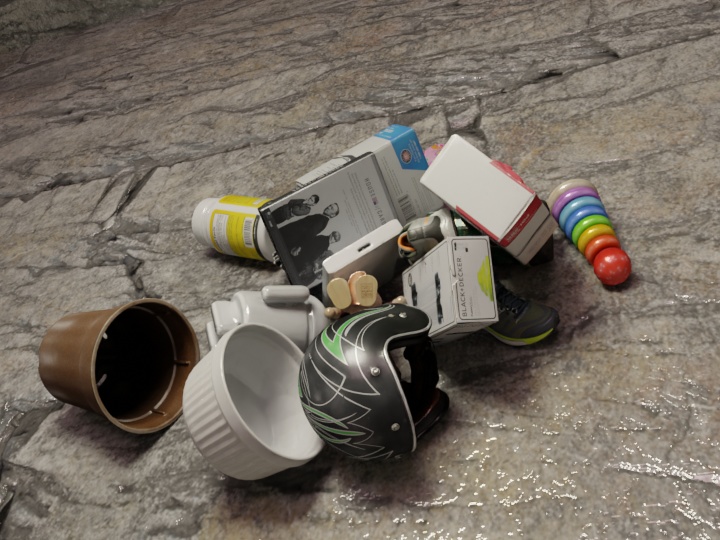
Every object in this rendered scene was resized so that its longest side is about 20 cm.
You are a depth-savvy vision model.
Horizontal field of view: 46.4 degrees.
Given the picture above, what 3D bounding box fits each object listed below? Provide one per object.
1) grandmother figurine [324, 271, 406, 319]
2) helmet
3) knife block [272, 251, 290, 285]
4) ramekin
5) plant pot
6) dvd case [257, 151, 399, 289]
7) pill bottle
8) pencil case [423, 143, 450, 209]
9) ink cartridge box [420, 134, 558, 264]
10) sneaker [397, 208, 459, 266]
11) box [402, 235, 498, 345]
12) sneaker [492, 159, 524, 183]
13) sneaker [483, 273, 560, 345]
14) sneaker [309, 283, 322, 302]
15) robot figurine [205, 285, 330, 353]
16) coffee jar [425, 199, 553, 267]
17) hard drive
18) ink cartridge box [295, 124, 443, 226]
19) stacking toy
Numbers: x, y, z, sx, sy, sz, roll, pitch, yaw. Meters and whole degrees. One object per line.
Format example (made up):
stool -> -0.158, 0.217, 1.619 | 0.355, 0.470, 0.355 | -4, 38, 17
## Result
grandmother figurine -> 0.008, 0.051, 1.242 | 0.120, 0.200, 0.061 | 2, 76, 7
helmet -> 0.013, 0.149, 1.092 | 0.198, 0.202, 0.190 | 12, 35, 38
knife block -> -0.051, -0.045, 1.490 | 0.174, 0.064, 0.200 | 8, 45, 35
ramekin -> -0.144, 0.182, 1.127 | 0.105, 0.200, 0.201 | -34, 28, 27
plant pot -> -0.392, 0.143, 1.324 | 0.197, 0.202, 0.201 | 0, 39, 39
dvd case -> -0.041, -0.073, 1.298 | 0.199, 0.152, 0.025 | -28, 24, -14
pill bottle -> -0.218, -0.083, 1.587 | 0.198, 0.115, 0.114 | 10, 45, 36
pencil case -> 0.152, -0.146, 1.500 | 0.086, 0.088, 0.201 | -15, 37, 9
ink cartridge box -> 0.186, -0.094, 1.187 | 0.147, 0.200, 0.083 | 40, 97, 23
sneaker -> 0.087, -0.042, 1.236 | 0.078, 0.075, 0.200 | -10, -10, -7
box -> 0.118, 0.034, 1.157 | 0.059, 0.200, 0.118 | -1, 76, -15
sneaker -> 0.258, -0.129, 1.433 | 0.086, 0.074, 0.201 | 2, 42, -21
sneaker -> 0.196, 0.048, 1.219 | 0.199, 0.082, 0.074 | 15, 49, 41
sneaker -> -0.130, 0.066, 1.380 | 0.200, 0.071, 0.082 | -39, 39, -27
robot figurine -> -0.128, 0.089, 1.260 | 0.198, 0.171, 0.114 | 4, 42, -25
coffee jar -> 0.203, -0.051, 1.327 | 0.198, 0.085, 0.106 | -6, 77, 21
hard drive -> 0.000, 0.000, 1.307 | 0.131, 0.200, 0.026 | -31, 73, -13
ink cartridge box -> 0.015, -0.125, 1.369 | 0.199, 0.146, 0.084 | -31, 25, -13
stacking toy -> 0.352, -0.051, 1.280 | 0.084, 0.086, 0.201 | -18, 41, 5
